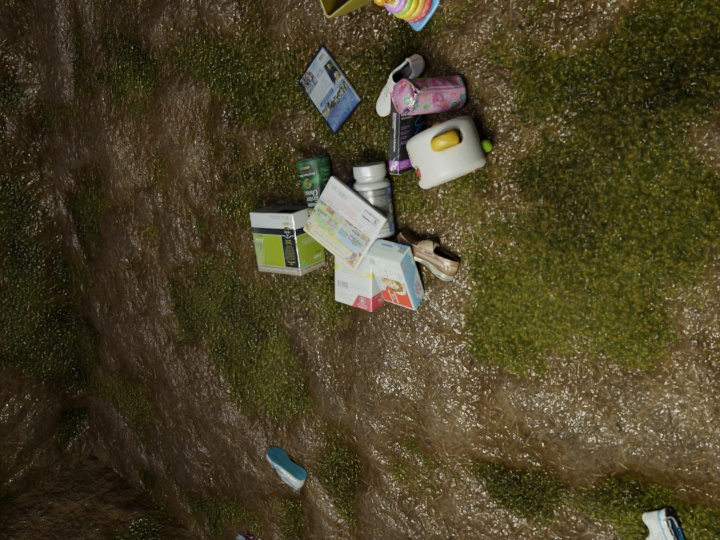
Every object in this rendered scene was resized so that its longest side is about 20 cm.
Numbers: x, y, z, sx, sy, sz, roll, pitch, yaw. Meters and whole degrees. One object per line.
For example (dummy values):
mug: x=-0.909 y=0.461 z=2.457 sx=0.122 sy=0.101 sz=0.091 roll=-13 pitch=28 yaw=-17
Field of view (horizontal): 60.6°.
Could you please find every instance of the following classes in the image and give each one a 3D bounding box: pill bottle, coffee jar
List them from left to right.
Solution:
coffee jar: x=-0.126 y=-0.243 z=1.877 sx=0.102 sy=0.085 sz=0.206 roll=-5 pitch=103 yaw=37
pill bottle: x=0.036 y=-0.199 z=1.744 sx=0.112 sy=0.113 sz=0.206 roll=5 pitch=109 yaw=37

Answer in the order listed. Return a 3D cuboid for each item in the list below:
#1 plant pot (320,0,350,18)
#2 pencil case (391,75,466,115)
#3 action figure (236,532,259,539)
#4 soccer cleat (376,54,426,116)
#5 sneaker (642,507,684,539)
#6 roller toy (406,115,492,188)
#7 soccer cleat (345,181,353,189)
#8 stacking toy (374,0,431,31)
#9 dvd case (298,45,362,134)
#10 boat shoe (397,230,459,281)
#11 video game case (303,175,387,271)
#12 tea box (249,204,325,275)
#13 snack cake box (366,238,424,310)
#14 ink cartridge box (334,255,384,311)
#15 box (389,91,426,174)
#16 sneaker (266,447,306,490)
plant pot: x=0.000 y=-0.769 z=1.525 sx=0.197 sy=0.175 sz=0.205 roll=-18 pitch=95 yaw=41
pencil case: x=0.169 y=-0.427 z=1.496 sx=0.087 sy=0.196 sz=0.090 roll=23 pitch=120 yaw=49
action figure: x=-0.496 y=1.256 z=2.736 sx=0.144 sy=0.135 sz=0.205 roll=-7 pitch=122 yaw=-3
soccer cleat: x=0.093 y=-0.483 z=1.613 sx=0.069 sy=0.084 sz=0.200 roll=54 pitch=130 yaw=8
sneaker: x=0.756 y=0.683 z=1.515 sx=0.086 sy=0.074 sz=0.205 roll=-25 pitch=83 yaw=49
roller toy: x=0.208 y=-0.295 z=1.520 sx=0.180 sy=0.198 sz=0.143 roll=-18 pitch=94 yaw=47
soccer cleat: x=-0.043 y=-0.164 z=1.805 sx=0.071 sy=0.068 sz=0.204 roll=14 pitch=73 yaw=22
stacking toy: x=0.093 y=-0.653 z=1.476 sx=0.117 sy=0.198 sz=0.110 roll=52 pitch=130 yaw=11
dvd case: x=-0.091 y=-0.523 z=1.792 sx=0.142 sy=0.017 sz=0.202 roll=-42 pitch=79 yaw=41
boat shoe: x=0.191 y=-0.055 z=1.703 sx=0.198 sy=0.075 sz=0.073 roll=35 pitch=122 yaw=13
video game case: x=-0.045 y=-0.130 z=1.723 sx=0.198 sy=0.023 sz=0.184 roll=38 pitch=116 yaw=10
tea box: x=-0.234 y=-0.101 z=1.985 sx=0.196 sy=0.132 sz=0.203 roll=6 pitch=109 yaw=37
snack cake box: x=0.102 y=0.012 z=1.738 sx=0.113 sy=0.068 sz=0.202 roll=15 pitch=145 yaw=32
ink cartridge box: x=0.000 y=0.000 z=1.854 sx=0.143 sy=0.083 sz=0.206 roll=16 pitch=116 yaw=35
box: x=0.124 y=-0.363 z=1.594 sx=0.035 sy=0.142 sz=0.206 roll=12 pitch=113 yaw=32
sneaker: x=-0.296 y=0.770 z=2.390 sx=0.198 sy=0.076 sz=0.082 roll=35 pitch=127 yaw=27
